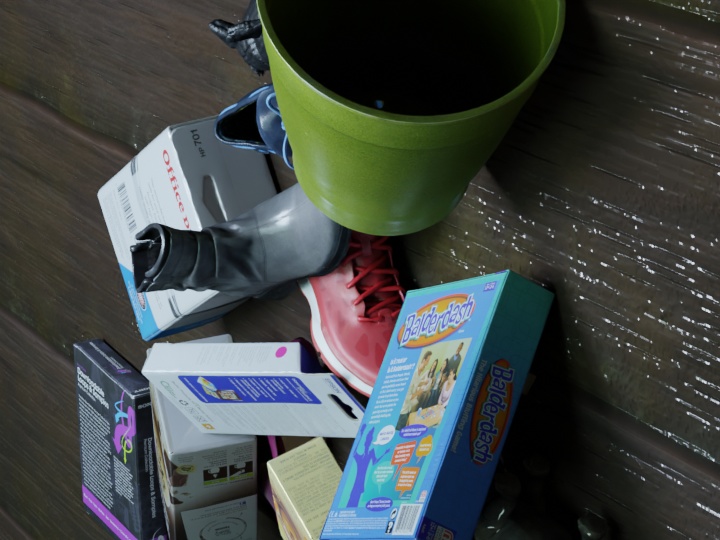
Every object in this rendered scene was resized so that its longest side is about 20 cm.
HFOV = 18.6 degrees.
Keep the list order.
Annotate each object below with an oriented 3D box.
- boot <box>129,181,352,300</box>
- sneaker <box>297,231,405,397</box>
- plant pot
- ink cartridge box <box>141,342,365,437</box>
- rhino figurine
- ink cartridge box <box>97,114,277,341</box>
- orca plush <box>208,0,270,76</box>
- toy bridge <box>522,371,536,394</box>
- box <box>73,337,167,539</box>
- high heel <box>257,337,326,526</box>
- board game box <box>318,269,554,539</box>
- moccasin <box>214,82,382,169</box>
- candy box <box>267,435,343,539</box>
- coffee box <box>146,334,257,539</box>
[{"bbox_3d":[-0.094,-0.021,1.659,0.200,0.131,0.070,134,132,-55],"label":"boot"},{"bbox_3d":[0.000,0.000,1.678,0.200,0.078,0.116,54,147,33],"label":"sneaker"},{"bbox_3d":[0.024,-0.126,1.479,0.201,0.199,0.193,60,160,26],"label":"plant pot"},{"bbox_3d":[-0.072,0.096,1.752,0.199,0.037,0.095,1,145,38],"label":"ink cartridge box"},{"bbox_3d":[0.112,0.180,1.574,0.200,0.059,0.088,49,140,48],"label":"rhino figurine"},{"bbox_3d":[-0.145,-0.037,1.917,0.200,0.085,0.147,-30,77,60],"label":"ink cartridge box"},{"bbox_3d":[-0.082,-0.204,1.737,0.200,0.071,0.106,-2,101,62],"label":"orca plush"},{"bbox_3d":[0.062,0.145,1.580,0.201,0.027,0.067,-62,22,3],"label":"toy bridge"},{"bbox_3d":[-0.247,0.187,2.265,0.143,0.036,0.201,34,133,51],"label":"box"},{"bbox_3d":[-0.042,0.149,1.846,0.096,0.067,0.201,46,149,35],"label":"high heel"},{"bbox_3d":[0.052,0.105,1.548,0.152,0.045,0.201,-13,54,63],"label":"board game box"},{"bbox_3d":[-0.050,-0.112,1.721,0.200,0.068,0.081,-12,98,62],"label":"moccasin"},{"bbox_3d":[-0.004,0.244,1.734,0.200,0.055,0.116,56,165,34],"label":"candy box"},{"bbox_3d":[-0.138,0.164,1.938,0.201,0.079,0.114,92,165,-52],"label":"coffee box"}]
